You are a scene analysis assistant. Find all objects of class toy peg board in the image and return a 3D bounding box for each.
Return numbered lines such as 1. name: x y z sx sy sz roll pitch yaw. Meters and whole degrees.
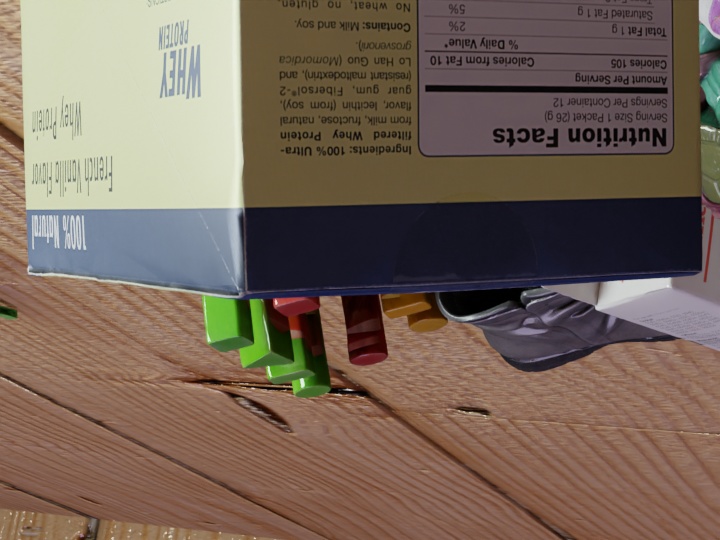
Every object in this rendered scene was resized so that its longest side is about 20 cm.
1. toy peg board: 0.000 0.000 1.064 0.197 0.099 0.200 -15 160 15

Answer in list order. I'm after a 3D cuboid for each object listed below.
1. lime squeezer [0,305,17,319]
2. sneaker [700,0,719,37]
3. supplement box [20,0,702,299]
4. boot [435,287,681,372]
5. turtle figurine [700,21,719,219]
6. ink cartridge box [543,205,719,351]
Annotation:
1. lime squeezer: -0.354 0.022 1.562 0.070 0.038 0.200 10 163 -3
2. sneaker: 0.182 -0.094 0.646 0.200 0.073 0.114 32 -156 34
3. supplement box: -0.012 -0.098 0.505 0.133 0.202 0.200 -2 -178 -25
4. boot: 0.153 0.004 1.039 0.198 0.070 0.132 -26 157 12
5. turtle figurine: 0.176 -0.076 0.803 0.199 0.101 0.150 14 148 51
6. ink cartridge box: 0.198 -0.023 0.952 0.198 0.117 0.068 17 161 -27
